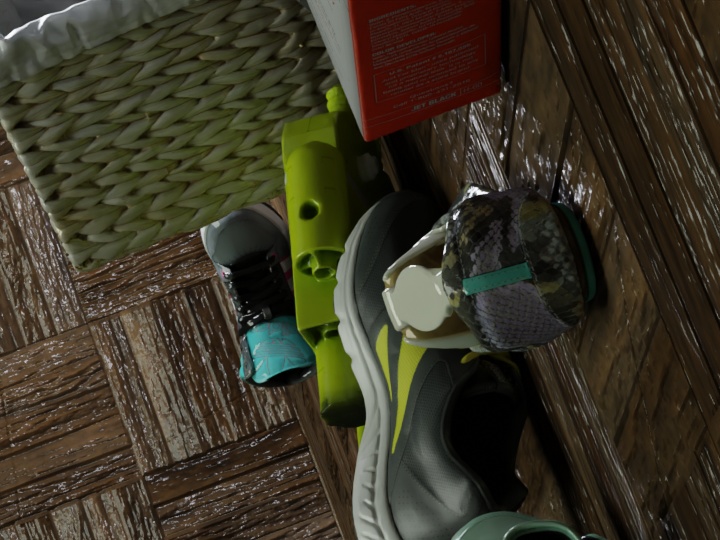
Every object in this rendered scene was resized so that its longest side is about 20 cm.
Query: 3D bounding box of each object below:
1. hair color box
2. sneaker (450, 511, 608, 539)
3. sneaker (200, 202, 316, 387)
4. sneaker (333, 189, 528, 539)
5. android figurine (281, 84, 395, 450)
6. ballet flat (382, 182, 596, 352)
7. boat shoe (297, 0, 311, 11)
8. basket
[{"bbox_3d":[0.007,-0.136,0.997,0.200,0.061,0.102,81,168,-70],"label":"hair color box"},{"bbox_3d":[0.080,0.123,1.114,0.200,0.074,0.118,45,163,55],"label":"sneaker"},{"bbox_3d":[-0.081,0.034,2.420,0.200,0.083,0.121,64,-174,-50],"label":"sneaker"},{"bbox_3d":[0.043,0.048,1.331,0.074,0.084,0.201,17,-123,-39],"label":"sneaker"},{"bbox_3d":[0.000,0.000,1.459,0.182,0.041,0.201,56,-154,-54],"label":"android figurine"},{"bbox_3d":[0.042,0.002,1.105,0.200,0.072,0.072,148,102,-85],"label":"ballet flat"},{"bbox_3d":[-0.045,-0.181,1.306,0.200,0.073,0.065,-116,13,-49],"label":"boat shoe"},{"bbox_3d":[-0.119,-0.129,1.594,0.198,0.199,0.161,-118,7,-59],"label":"basket"}]
